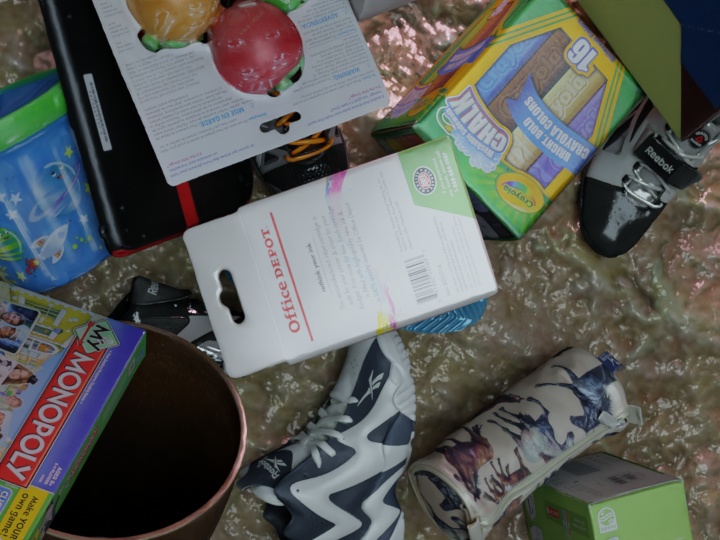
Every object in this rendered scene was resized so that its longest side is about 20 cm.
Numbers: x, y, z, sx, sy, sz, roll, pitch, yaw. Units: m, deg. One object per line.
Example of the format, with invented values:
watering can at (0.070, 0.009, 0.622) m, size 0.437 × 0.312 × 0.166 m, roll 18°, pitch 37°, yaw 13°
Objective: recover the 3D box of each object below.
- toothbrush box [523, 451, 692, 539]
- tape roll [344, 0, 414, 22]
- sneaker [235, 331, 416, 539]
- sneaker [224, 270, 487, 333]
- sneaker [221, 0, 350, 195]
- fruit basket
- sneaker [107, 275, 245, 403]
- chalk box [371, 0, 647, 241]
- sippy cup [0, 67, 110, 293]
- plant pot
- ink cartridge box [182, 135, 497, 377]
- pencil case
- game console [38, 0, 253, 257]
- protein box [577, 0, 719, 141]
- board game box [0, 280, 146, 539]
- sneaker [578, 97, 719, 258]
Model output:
toothbrush box at (0.204, 0.259, 1.274) m, size 0.085 × 0.145 × 0.202 m, roll -11°, pitch 94°, yaw -15°
tape roll at (-0.010, -0.286, 1.164) m, size 0.070 × 0.202 × 0.204 m, roll -23°, pitch 98°, yaw -13°
sneaker at (-0.032, 0.134, 1.236) m, size 0.128 × 0.079 × 0.201 m, roll 0°, pitch 102°, yaw -24°
sneaker at (0.000, 0.000, 1.211) m, size 0.198 × 0.081 × 0.077 m, roll 12°, pitch 90°, yaw 7°
sneaker at (-0.057, -0.130, 1.221) m, size 0.078 × 0.077 × 0.202 m, roll -25°, pitch 100°, yaw -15°
fruit basket at (-0.094, -0.179, 1.120) m, size 0.184 × 0.094 × 0.202 m, roll -23°, pitch 94°, yaw -26°
sneaker at (-0.137, 0.044, 1.210) m, size 0.198 × 0.066 × 0.091 m, roll -15°, pitch 99°, yaw -12°
chalk box at (0.097, -0.105, 1.240) m, size 0.124 × 0.124 × 0.200 m, roll 45°, pitch 80°, yaw -13°
sippy cup at (-0.238, -0.058, 1.152) m, size 0.176 × 0.140 × 0.131 m, roll -21°, pitch 109°, yaw 9°
plant pot at (-0.181, 0.173, 1.132) m, size 0.185 × 0.188 × 0.201 m, roll -4°, pitch 136°, yaw -15°
ink cartridge box at (-0.014, -0.007, 1.136) m, size 0.198 × 0.067 × 0.118 m, roll -18°, pitch 90°, yaw 0°
pencil case at (0.127, 0.137, 1.247) m, size 0.199 × 0.089 × 0.078 m, roll -33°, pitch 124°, yaw -32°
game console at (-0.153, -0.123, 1.164) m, size 0.176 × 0.031 × 0.202 m, roll -24°, pitch 101°, yaw -55°
protein box at (0.279, -0.244, 1.218) m, size 0.199 × 0.135 × 0.199 m, roll -31°, pitch 83°, yaw -39°
board game box at (-0.238, 0.094, 1.035) m, size 0.133 × 0.029 × 0.201 m, roll 17°, pitch 45°, yaw 7°
sneaker at (0.246, -0.102, 1.302) m, size 0.074 × 0.088 × 0.201 m, roll 30°, pitch 86°, yaw -16°
